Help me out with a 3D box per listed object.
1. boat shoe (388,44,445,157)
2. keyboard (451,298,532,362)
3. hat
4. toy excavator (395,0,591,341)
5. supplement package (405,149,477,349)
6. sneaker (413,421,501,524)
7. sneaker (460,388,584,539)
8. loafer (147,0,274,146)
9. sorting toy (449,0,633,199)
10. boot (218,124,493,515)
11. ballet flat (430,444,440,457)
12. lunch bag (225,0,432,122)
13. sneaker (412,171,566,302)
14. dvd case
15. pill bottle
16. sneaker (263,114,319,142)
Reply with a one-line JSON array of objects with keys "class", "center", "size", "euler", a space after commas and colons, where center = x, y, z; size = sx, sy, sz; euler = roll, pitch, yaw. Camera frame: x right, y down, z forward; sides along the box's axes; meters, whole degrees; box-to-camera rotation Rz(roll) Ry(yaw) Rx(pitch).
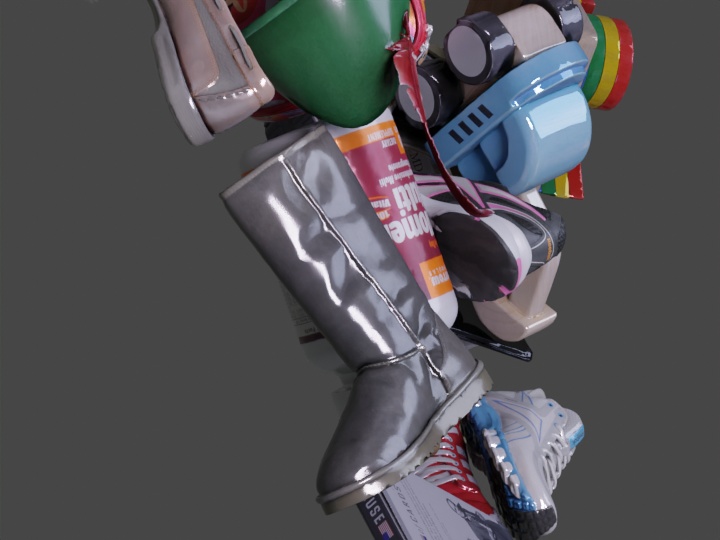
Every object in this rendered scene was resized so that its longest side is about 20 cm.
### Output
[{"class": "boat shoe", "center": [0.012, -0.139, 1.770], "size": [0.199, 0.075, 0.069], "euler": [20, 44, -31]}, {"class": "keyboard", "center": [0.030, 0.022, 1.791], "size": [0.199, 0.040, 0.104], "euler": [21, 26, -34]}, {"class": "hat", "center": [0.014, -0.109, 1.547], "size": [0.176, 0.165, 0.200], "euler": [52, 38, -5]}, {"class": "toy excavator", "center": [0.110, -0.070, 1.737], "size": [0.100, 0.194, 0.201], "euler": [-22, 78, -41]}, {"class": "supplement package", "center": [0.027, -0.024, 1.939], "size": [0.156, 0.110, 0.201], "euler": [5, 65, -84]}, {"class": "sneaker", "center": [0.055, 0.142, 1.851], "size": [0.200, 0.071, 0.113], "euler": [-117, -170, -77]}, {"class": "sneaker", "center": [0.132, 0.135, 1.856], "size": [0.200, 0.086, 0.075], "euler": [-112, -169, -64]}, {"class": "loafer", "center": [-0.096, -0.164, 1.480], "size": [0.072, 0.063, 0.201], "euler": [59, 13, -55]}, {"class": "sorting toy", "center": [0.135, -0.142, 1.868], "size": [0.199, 0.069, 0.201], "euler": [-109, -148, -51]}, {"class": "boot", "center": [-0.019, 0.028, 1.500], "size": [0.201, 0.072, 0.182], "euler": [58, 39, -11]}, {"class": "ballet flat", "center": [0.024, 0.076, 1.775], "size": [0.200, 0.072, 0.068], "euler": [-101, 171, -55]}, {"class": "lunch bag", "center": [-0.032, -0.214, 1.678], "size": [0.082, 0.175, 0.201], "euler": [11, 59, -83]}, {"class": "sneaker", "center": [0.060, -0.032, 1.694], "size": [0.200, 0.086, 0.081], "euler": [28, -55, 41]}, {"class": "dvd case", "center": [0.071, 0.202, 1.619], "size": [0.200, 0.025, 0.151], "euler": [32, 22, -50]}, {"class": "pill bottle", "center": [0.000, 0.000, 1.621], "size": [0.110, 0.109, 0.201], "euler": [-28, 99, -84]}, {"class": "sneaker", "center": [-0.026, -0.116, 1.832], "size": [0.082, 0.070, 0.201], "euler": [22, 46, -36]}]
